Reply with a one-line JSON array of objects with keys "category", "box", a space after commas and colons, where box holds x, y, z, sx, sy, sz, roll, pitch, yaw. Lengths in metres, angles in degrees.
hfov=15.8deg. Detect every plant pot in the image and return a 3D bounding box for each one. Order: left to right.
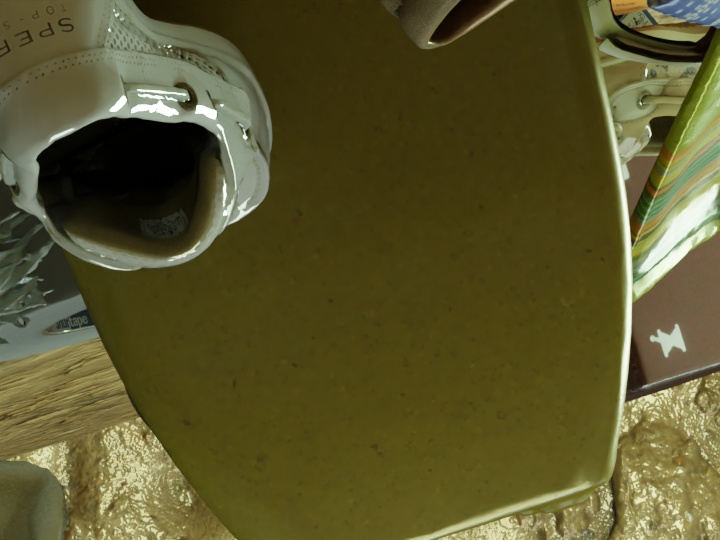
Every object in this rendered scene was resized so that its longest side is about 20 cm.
[{"category": "plant pot", "box": [0.000, 0.000, 0.906, 0.195, 0.201, 0.194, -19, 175, -3]}]

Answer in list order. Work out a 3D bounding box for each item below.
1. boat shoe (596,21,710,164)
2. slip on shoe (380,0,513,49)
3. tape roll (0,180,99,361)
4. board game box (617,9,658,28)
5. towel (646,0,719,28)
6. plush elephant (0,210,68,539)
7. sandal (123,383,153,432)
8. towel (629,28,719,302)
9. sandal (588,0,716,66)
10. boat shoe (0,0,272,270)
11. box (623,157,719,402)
[{"category": "boat shoe", "box": [0.121, -0.068, 1.109, 0.199, 0.063, 0.073, -15, 177, -33]}, {"category": "slip on shoe", "box": [0.083, -0.120, 0.695, 0.199, 0.061, 0.076, -20, 174, 24]}, {"category": "tape roll", "box": [-0.096, -0.019, 1.121, 0.199, 0.066, 0.200, -19, 175, -2]}, {"category": "board game box", "box": [0.045, -0.032, 1.179, 0.200, 0.034, 0.135, -46, -170, -30]}, {"category": "towel", "box": [0.172, -0.131, 0.820, 0.145, 0.024, 0.200, -48, 162, 21]}, {"category": "plush elephant", "box": [-0.167, 0.083, 0.814, 0.199, 0.155, 0.165, -18, 168, -20]}, {"category": "sandal", "box": [-0.001, 0.051, 1.071, 0.211, 0.078, 0.070, 2, 170, 38]}, {"category": "towel", "box": [0.139, -0.075, 0.910, 0.086, 0.018, 0.201, -40, 158, -46]}, {"category": "sandal", "box": [0.122, -0.107, 0.980, 0.079, 0.060, 0.207, -17, 175, -5]}, {"category": "boat shoe", "box": [-0.064, -0.030, 0.714, 0.071, 0.070, 0.200, -30, 163, 9]}, {"category": "box", "box": [0.157, -0.004, 1.603, 0.164, 0.167, 0.200, -14, 174, -30]}]
